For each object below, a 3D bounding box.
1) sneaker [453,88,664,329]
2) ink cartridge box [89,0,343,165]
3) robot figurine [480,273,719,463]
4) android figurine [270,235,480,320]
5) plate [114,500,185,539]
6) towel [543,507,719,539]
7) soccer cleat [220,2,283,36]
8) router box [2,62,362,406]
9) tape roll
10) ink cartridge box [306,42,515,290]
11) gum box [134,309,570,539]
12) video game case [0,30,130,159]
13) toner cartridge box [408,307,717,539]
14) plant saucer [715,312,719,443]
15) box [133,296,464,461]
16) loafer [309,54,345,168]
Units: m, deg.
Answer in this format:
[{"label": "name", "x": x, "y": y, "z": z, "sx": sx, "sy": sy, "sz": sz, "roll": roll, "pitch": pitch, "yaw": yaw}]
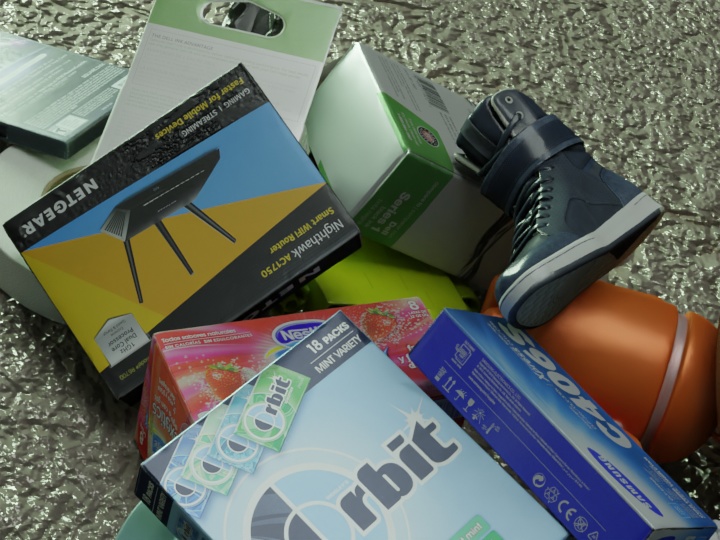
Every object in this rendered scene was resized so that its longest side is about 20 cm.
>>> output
[{"label": "sneaker", "x": 0.109, "y": -0.046, "z": 1.275, "sx": 0.146, "sy": 0.077, "sz": 0.202, "roll": 44, "pitch": 33, "yaw": 10}, {"label": "ink cartridge box", "x": -0.106, "y": -0.114, "z": 1.366, "sx": 0.145, "sy": 0.048, "sz": 0.200, "roll": 14, "pitch": 66, "yaw": 9}, {"label": "robot figurine", "x": 0.178, "y": 0.070, "z": 1.333, "sx": 0.199, "sy": 0.117, "sz": 0.144, "roll": 18, "pitch": 4, "yaw": 2}, {"label": "android figurine", "x": 0.000, "y": 0.000, "z": 1.393, "sx": 0.182, "sy": 0.041, "sz": 0.200, "roll": 2, "pitch": 37, "yaw": -32}, {"label": "plate", "x": -0.055, "y": 0.200, "z": 1.113, "sx": 0.200, "sy": 0.026, "sz": 0.201, "roll": 9, "pitch": 61, "yaw": -16}, {"label": "towel", "x": 0.167, "y": 0.231, "z": 1.167, "sx": 0.199, "sy": 0.086, "sz": 0.166, "roll": 4, "pitch": 39, "yaw": -13}, {"label": "soccer cleat", "x": -0.102, "y": -0.119, "z": 1.449, "sx": 0.070, "sy": 0.086, "sz": 0.200, "roll": 17, "pitch": 59, "yaw": 10}, {"label": "router box", "x": -0.120, "y": -0.025, "z": 1.277, "sx": 0.200, "sy": 0.051, "sz": 0.149, "roll": -35, "pitch": 79, "yaw": -3}, {"label": "tape roll", "x": -0.186, "y": -0.032, "z": 1.388, "sx": 0.202, "sy": 0.037, "sz": 0.203, "roll": 11, "pitch": 39, "yaw": -9}, {"label": "ink cartridge box", "x": 0.067, "y": -0.070, "z": 1.424, "sx": 0.200, "sy": 0.084, "sz": 0.146, "roll": 24, "pitch": 28, "yaw": -34}, {"label": "gum box", "x": -0.005, "y": 0.145, "z": 1.107, "sx": 0.170, "sy": 0.045, "sz": 0.200, "roll": -37, "pitch": 72, "yaw": -29}, {"label": "video game case", "x": -0.281, "y": -0.148, "z": 1.472, "sx": 0.199, "sy": 0.019, "sz": 0.143, "roll": 17, "pitch": 32, "yaw": 17}, {"label": "toner cartridge box", "x": 0.125, "y": 0.106, "z": 1.165, "sx": 0.200, "sy": 0.043, "sz": 0.095, "roll": 47, "pitch": 20, "yaw": 29}, {"label": "plant saucer", "x": 0.284, "y": 0.081, "z": 1.312, "sx": 0.037, "sy": 0.201, "sz": 0.200, "roll": -1, "pitch": 33, "yaw": 23}, {"label": "box", "x": -0.039, "y": 0.095, "z": 1.239, "sx": 0.199, "sy": 0.103, "sz": 0.095, "roll": -8, "pitch": 45, "yaw": -25}, {"label": "loafer", "x": -0.018, "y": -0.123, "z": 1.508, "sx": 0.071, "sy": 0.073, "sz": 0.200, "roll": 14, "pitch": 33, "yaw": 18}]
